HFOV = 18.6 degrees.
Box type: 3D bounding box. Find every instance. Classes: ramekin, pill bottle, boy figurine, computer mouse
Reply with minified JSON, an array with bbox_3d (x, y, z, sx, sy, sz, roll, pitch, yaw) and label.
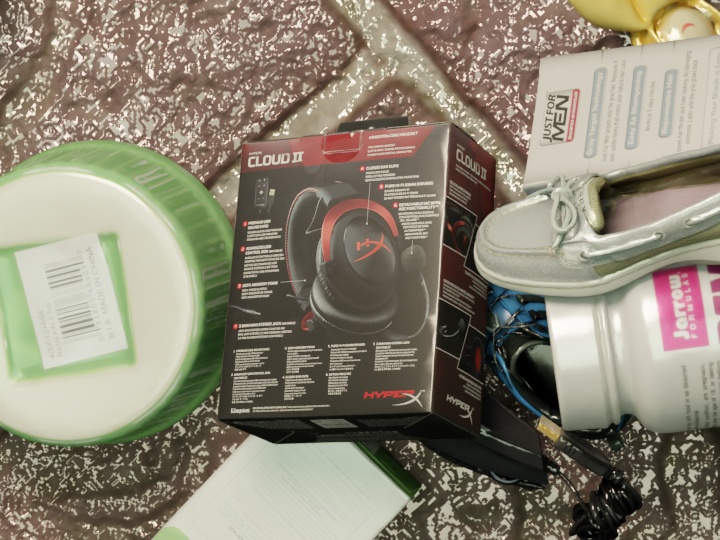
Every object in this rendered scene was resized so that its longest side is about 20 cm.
[{"bbox_3d":[-0.178,0.018,1.407,0.199,0.098,0.201,1,94,8],"label":"ramekin"},{"bbox_3d":[0.210,0.034,1.281,0.199,0.113,0.114,-9,93,5],"label":"pill bottle"},{"bbox_3d":[0.167,-0.196,1.347,0.124,0.064,0.201,-30,103,-29],"label":"boy figurine"},{"bbox_3d":[0.084,0.106,1.357,0.200,0.140,0.046,41,75,3],"label":"computer mouse"}]

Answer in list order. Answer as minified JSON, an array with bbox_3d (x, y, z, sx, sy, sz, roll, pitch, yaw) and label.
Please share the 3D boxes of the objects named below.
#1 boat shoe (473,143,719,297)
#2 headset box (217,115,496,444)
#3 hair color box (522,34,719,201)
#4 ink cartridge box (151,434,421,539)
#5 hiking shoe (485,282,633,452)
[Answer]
[{"bbox_3d":[0.157,-0.036,1.235,0.201,0.075,0.065,-7,131,19],"label":"boat shoe"},{"bbox_3d":[0.000,0.000,1.344,0.148,0.075,0.201,-5,72,27],"label":"headset box"},{"bbox_3d":[0.203,-0.082,1.301,0.199,0.061,0.099,-5,54,23],"label":"hair color box"},{"bbox_3d":[-0.066,0.177,1.424,0.104,0.059,0.200,44,98,4],"label":"ink cartridge box"},{"bbox_3d":[0.097,0.029,1.378,0.200,0.087,0.075,39,98,3],"label":"hiking shoe"}]
